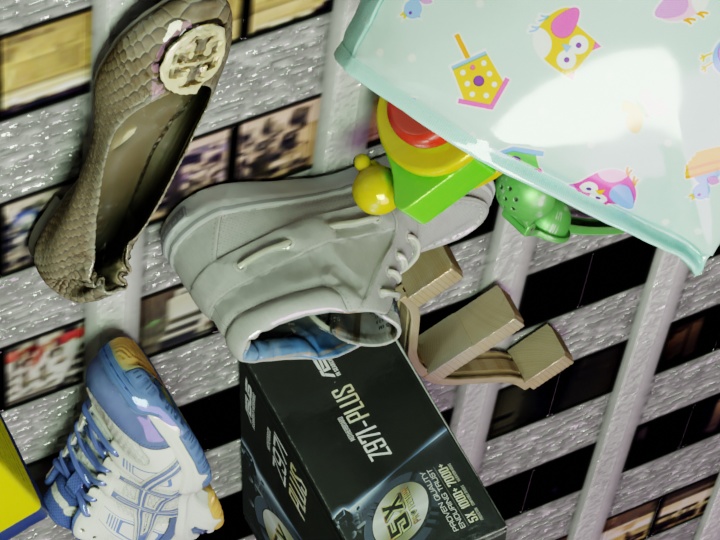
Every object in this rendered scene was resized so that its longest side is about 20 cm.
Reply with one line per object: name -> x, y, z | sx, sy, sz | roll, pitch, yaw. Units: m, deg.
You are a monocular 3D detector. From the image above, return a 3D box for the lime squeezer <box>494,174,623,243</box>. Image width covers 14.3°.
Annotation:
lime squeezer -> 0.104, -0.048, 1.564 | 0.071, 0.038, 0.200 | -58, 156, -16

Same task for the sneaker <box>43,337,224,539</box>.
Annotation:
sneaker -> -0.129, 0.109, 1.538 | 0.088, 0.075, 0.200 | -26, 151, -8

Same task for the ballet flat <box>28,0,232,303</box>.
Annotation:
ballet flat -> -0.103, -0.052, 1.332 | 0.067, 0.046, 0.200 | -8, 144, -37

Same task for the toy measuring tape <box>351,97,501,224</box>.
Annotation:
toy measuring tape -> 0.073, -0.097, 1.405 | 0.200, 0.074, 0.074 | -36, 151, 14

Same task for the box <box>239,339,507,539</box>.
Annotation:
box -> 0.004, 0.143, 1.625 | 0.086, 0.164, 0.200 | -22, 152, -15

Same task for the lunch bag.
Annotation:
lunch bag -> 0.106, -0.121, 1.298 | 0.200, 0.122, 0.171 | 27, 106, -16

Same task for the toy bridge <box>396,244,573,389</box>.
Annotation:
toy bridge -> 0.060, 0.037, 1.653 | 0.067, 0.027, 0.200 | -34, 152, 11

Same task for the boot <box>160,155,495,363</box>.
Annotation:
boot -> 0.000, 0.000, 1.463 | 0.200, 0.096, 0.074 | -11, 147, -32

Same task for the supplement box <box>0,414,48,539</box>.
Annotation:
supplement box -> -0.241, 0.065, 1.323 | 0.109, 0.109, 0.200 | -30, 152, -1
